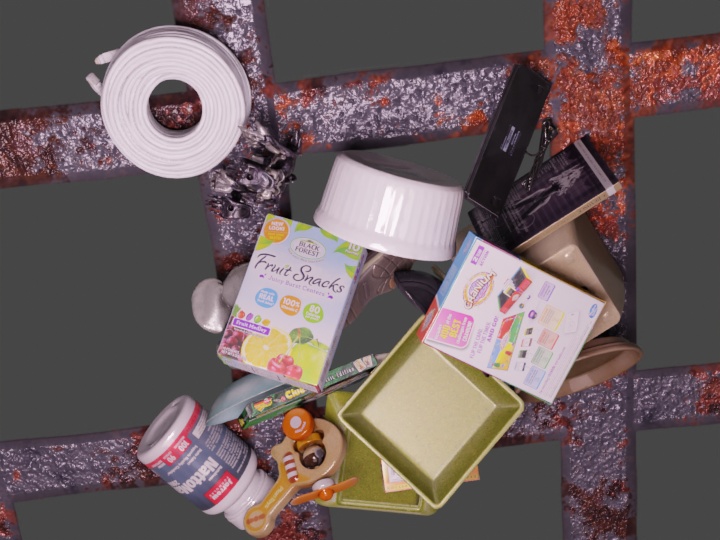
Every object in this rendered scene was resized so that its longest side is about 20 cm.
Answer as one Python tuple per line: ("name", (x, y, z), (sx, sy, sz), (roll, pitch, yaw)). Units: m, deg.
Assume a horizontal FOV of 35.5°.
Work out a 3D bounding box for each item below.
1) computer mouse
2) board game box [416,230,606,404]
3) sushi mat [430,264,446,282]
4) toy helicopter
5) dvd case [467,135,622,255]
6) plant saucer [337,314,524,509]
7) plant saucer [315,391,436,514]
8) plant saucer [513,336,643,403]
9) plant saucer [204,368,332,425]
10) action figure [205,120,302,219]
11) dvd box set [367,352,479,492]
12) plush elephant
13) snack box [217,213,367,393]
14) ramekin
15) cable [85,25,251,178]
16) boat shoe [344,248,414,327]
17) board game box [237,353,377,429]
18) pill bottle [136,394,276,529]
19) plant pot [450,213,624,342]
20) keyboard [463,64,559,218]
("computer mouse", (0.128, 0.054, 1.594), (0.046, 0.141, 0.200), (-43, 99, 13))
("board game box", (0.193, 0.061, 1.445), (0.198, 0.040, 0.154), (26, 98, -13))
("sushi mat", (0.153, 0.046, 1.560), (0.012, 0.200, 0.096), (-45, 106, 1))
("toy helicopter", (-0.092, 0.310, 1.638), (0.201, 0.132, 0.079), (-51, 150, -4))
("dvd case", (0.246, -0.095, 1.532), (0.199, 0.149, 0.016), (-34, 119, 11))
("plant saucer", (0.101, 0.201, 1.623), (0.199, 0.048, 0.200), (42, 84, 2))
("plant saucer", (0.037, 0.293, 1.727), (0.197, 0.048, 0.203), (6, 111, -5))
("plant saucer", (0.312, 0.143, 1.635), (0.198, 0.200, 0.030), (-20, 68, 5))
("plant saucer", (-0.137, 0.167, 1.619), (0.199, 0.201, 0.039), (-25, 81, 7))
("action figure", (-0.139, -0.134, 1.485), (0.101, 0.200, 0.120), (31, 110, 2))
("dvd box set", (0.092, 0.217, 1.662), (0.144, 0.029, 0.203), (-7, 84, -6))
("plush elephant", (-0.143, 0.054, 1.577), (0.163, 0.200, 0.157), (-16, 91, 6))
("snack box", (-0.087, 0.042, 1.470), (0.140, 0.053, 0.202), (16, 74, 9))
("ramekin", (0.043, -0.091, 1.504), (0.198, 0.201, 0.099), (13, 104, -7))
("cable", (-0.247, -0.225, 1.502), (0.198, 0.069, 0.201), (-26, 111, 8))
("boat shoe", (0.000, 0.000, 1.568), (0.073, 0.199, 0.075), (27, 138, 33))
("board game box", (-0.077, 0.175, 1.620), (0.198, 0.105, 0.024), (-20, 80, -20))
("pill bottle", (-0.224, 0.292, 1.686), (0.119, 0.120, 0.200), (-43, 108, 14))
("plant pot", (0.256, 0.017, 1.563), (0.199, 0.177, 0.201), (-33, 110, 10))
("keyboard", (0.210, -0.168, 1.526), (0.126, 0.020, 0.202), (27, 83, -39))
